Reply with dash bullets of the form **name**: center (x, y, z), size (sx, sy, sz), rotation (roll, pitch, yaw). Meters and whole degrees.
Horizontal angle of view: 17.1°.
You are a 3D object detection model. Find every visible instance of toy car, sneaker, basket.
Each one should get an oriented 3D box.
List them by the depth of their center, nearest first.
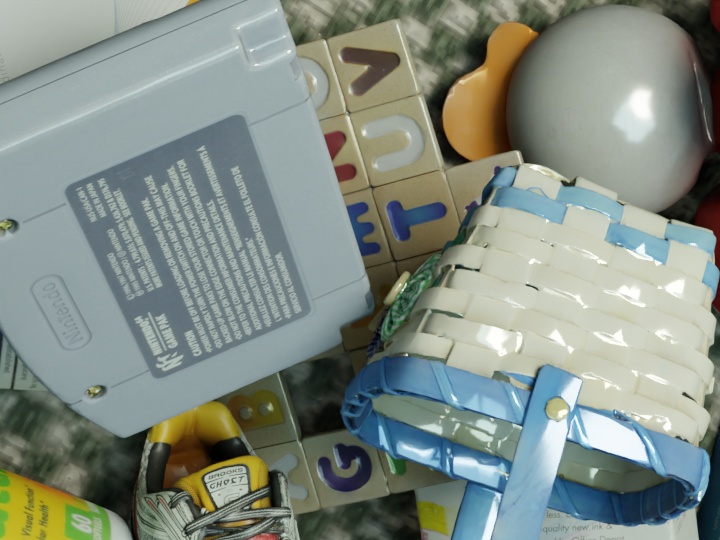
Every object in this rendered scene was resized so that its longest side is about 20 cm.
- **basket**: center (0.058, 0.074, 0.925), size (0.139, 0.176, 0.201), rotation (14, 73, -3)
- **sneaker**: center (-0.058, 0.125, 0.984), size (0.078, 0.200, 0.082), rotation (-7, 121, -19)
- **toy car**: center (0.136, -0.049, 1.051), size (0.199, 0.184, 0.178), rotation (1, 104, 14)

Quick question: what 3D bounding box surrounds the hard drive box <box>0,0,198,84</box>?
- **hard drive box**: center (-0.138, -0.081, 0.905), size (0.199, 0.077, 0.156), rotation (-15, 72, -17)

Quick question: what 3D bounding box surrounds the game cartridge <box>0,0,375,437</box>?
- **game cartridge**: center (-0.072, -0.015, 0.858), size (0.133, 0.042, 0.200), rotation (-20, 148, -2)

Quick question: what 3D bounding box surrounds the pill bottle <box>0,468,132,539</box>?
- **pill bottle**: center (-0.205, 0.121, 0.995), size (0.200, 0.111, 0.111), rotation (23, 95, -19)

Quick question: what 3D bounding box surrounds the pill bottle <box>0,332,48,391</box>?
- **pill bottle**: center (-0.127, -0.007, 0.979), size (0.199, 0.111, 0.111), rotation (4, 101, -10)

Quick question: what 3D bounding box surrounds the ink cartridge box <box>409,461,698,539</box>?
- **ink cartridge box**: center (0.087, 0.094, 1.072), size (0.116, 0.067, 0.201), rotation (-4, 106, 17)

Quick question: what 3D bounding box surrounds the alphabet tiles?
- **alphabet tiles**: center (0.000, 0.000, 1.030), size (0.167, 0.008, 0.201), rotation (-14, 100, 20)

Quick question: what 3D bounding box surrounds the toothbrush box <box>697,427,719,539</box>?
- **toothbrush box**: center (0.222, 0.159, 1.079), size (0.085, 0.200, 0.147), rotation (10, 100, -18)
